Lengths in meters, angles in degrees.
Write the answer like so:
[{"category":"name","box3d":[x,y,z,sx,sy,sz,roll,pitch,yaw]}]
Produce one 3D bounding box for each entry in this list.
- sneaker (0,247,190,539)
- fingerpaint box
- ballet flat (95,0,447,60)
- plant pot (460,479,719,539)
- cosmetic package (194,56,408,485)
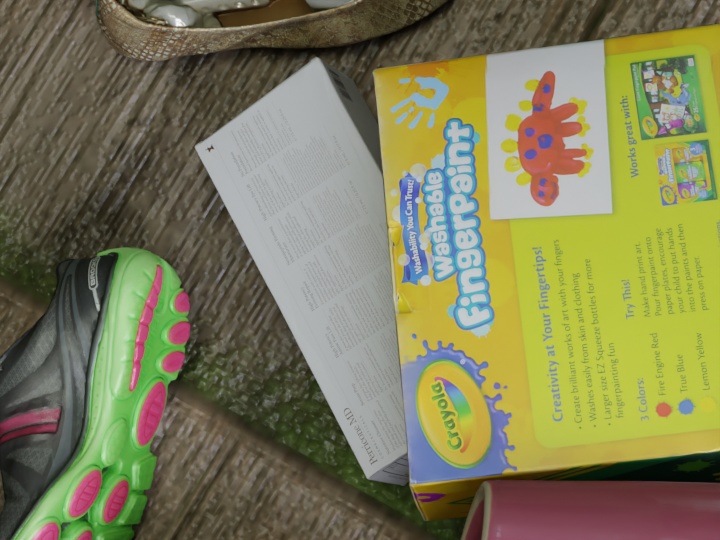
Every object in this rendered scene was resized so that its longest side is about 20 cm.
[{"category":"sneaker","box3d":[-0.150,0.083,0.996,0.084,0.077,0.200,9,71,33]},{"category":"fingerpaint box","box3d":[0.097,0.002,0.897,0.167,0.073,0.200,-8,69,5]},{"category":"ballet flat","box3d":[-0.046,-0.152,1.046,0.200,0.065,0.071,-12,70,7]},{"category":"plant pot","box3d":[0.124,0.166,0.817,0.179,0.200,0.200,13,75,0]},{"category":"cosmetic package","box3d":[0.000,0.000,0.988,0.083,0.051,0.200,-33,68,14]}]
